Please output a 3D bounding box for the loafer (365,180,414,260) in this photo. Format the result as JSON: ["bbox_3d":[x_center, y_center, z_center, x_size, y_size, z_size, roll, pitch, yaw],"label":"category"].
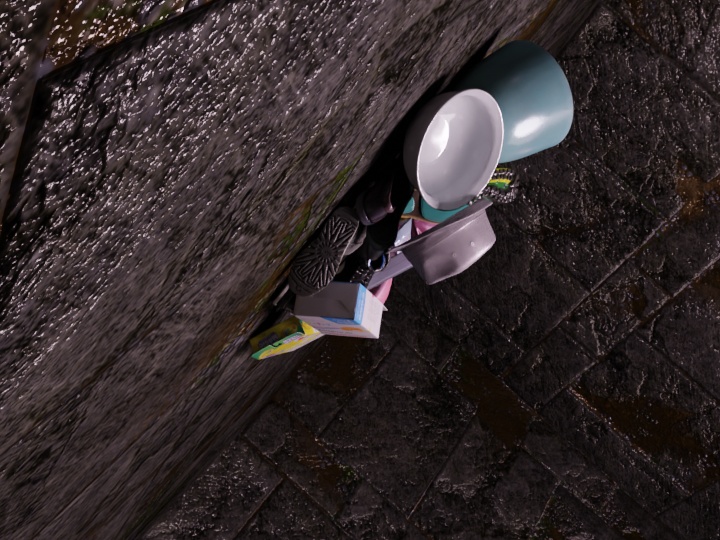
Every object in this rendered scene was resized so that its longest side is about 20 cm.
[{"bbox_3d":[0.044,-0.106,1.583,0.063,0.071,0.201,119,-7,-53],"label":"loafer"}]

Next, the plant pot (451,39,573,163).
[{"bbox_3d":[0.246,-0.281,1.580,0.160,0.201,0.201,-29,167,-27],"label":"plant pot"}]

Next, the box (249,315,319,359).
[{"bbox_3d":[-0.136,0.126,1.765,0.117,0.049,0.200,-28,174,16],"label":"box"}]

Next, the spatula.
[{"bbox_3d":[0.090,-0.227,1.515,0.200,0.021,0.057,-44,170,-19],"label":"spatula"}]

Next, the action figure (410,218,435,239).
[{"bbox_3d":[0.136,-0.149,1.792,0.135,0.147,0.201,-77,162,-47],"label":"action figure"}]

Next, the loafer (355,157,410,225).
[{"bbox_3d":[0.057,-0.135,1.498,0.062,0.072,0.200,-11,-156,30],"label":"loafer"}]

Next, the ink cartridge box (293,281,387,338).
[{"bbox_3d":[-0.030,0.075,1.608,0.200,0.114,0.069,43,53,-68],"label":"ink cartridge box"}]

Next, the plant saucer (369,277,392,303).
[{"bbox_3d":[-0.012,0.045,1.943,0.199,0.051,0.202,-25,-143,21],"label":"plant saucer"}]

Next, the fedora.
[{"bbox_3d":[0.148,-0.039,1.508,0.199,0.091,0.177,-30,179,-9],"label":"fedora"}]

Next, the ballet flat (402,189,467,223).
[{"bbox_3d":[0.107,-0.127,1.669,0.063,0.198,0.069,-87,-177,-78],"label":"ballet flat"}]

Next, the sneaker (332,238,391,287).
[{"bbox_3d":[0.000,0.000,1.674,0.112,0.072,0.202,-120,-135,-62],"label":"sneaker"}]

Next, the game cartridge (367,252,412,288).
[{"bbox_3d":[0.059,-0.003,1.799,0.199,0.042,0.133,-28,173,11],"label":"game cartridge"}]

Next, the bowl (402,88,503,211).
[{"bbox_3d":[0.135,-0.206,1.461,0.200,0.090,0.203,-23,126,-35],"label":"bowl"}]

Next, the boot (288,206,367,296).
[{"bbox_3d":[-0.047,-0.038,1.540,0.182,0.072,0.200,-51,-178,4],"label":"boot"}]

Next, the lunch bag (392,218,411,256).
[{"bbox_3d":[0.088,-0.097,2.015,0.170,0.127,0.200,-45,-175,-21],"label":"lunch bag"}]

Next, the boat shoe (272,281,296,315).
[{"bbox_3d":[-0.111,0.052,1.639,0.074,0.060,0.200,-46,175,-1],"label":"boat shoe"}]

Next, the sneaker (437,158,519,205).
[{"bbox_3d":[0.188,-0.154,1.599,0.199,0.085,0.079,5,94,-40],"label":"sneaker"}]
